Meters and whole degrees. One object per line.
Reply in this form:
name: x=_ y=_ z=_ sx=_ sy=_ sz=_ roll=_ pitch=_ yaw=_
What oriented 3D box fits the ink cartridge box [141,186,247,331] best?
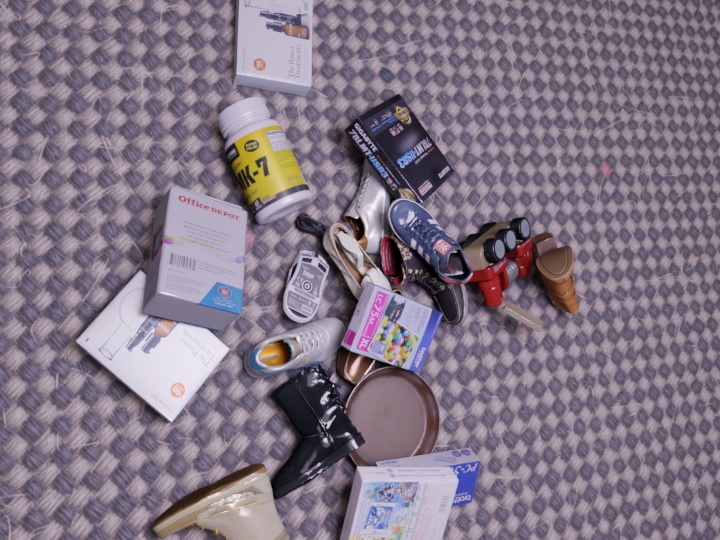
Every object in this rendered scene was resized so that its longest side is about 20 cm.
ink cartridge box: x=-0.271 y=-0.020 z=1.135 sx=0.142 sy=0.084 sz=0.204 roll=17 pitch=56 yaw=-30

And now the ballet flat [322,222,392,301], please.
ballet flat: x=0.000 y=0.000 z=1.232 sx=0.067 sy=0.063 sz=0.201 roll=-36 pitch=81 yaw=-27

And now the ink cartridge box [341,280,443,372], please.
ink cartridge box: x=0.069 y=0.108 z=1.222 sx=0.197 sy=0.042 sz=0.122 roll=22 pitch=90 yaw=-38

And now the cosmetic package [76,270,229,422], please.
cosmetic package: x=-0.339 y=0.126 z=1.127 sx=0.199 sy=0.052 sz=0.152 roll=42 pitch=69 yaw=-9

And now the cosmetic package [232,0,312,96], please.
cosmetic package: x=-0.169 y=-0.452 z=1.327 sx=0.147 sy=0.052 sz=0.205 roll=3 pitch=77 yaw=-18

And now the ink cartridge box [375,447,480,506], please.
ink cartridge box: x=0.117 y=0.385 z=1.237 sx=0.195 sy=0.044 sz=0.096 roll=-1 pitch=111 yaw=-24

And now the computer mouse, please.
computer mouse: x=-0.098 y=0.003 z=1.263 sx=0.108 sy=0.044 sz=0.204 roll=28 pitch=64 yaw=-19

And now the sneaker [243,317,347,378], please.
sneaker: x=-0.106 y=0.137 z=1.208 sx=0.197 sy=0.081 sz=0.078 roll=-21 pitch=85 yaw=-25

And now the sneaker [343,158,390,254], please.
sneaker: x=0.010 y=-0.136 z=1.316 sx=0.083 sy=0.073 sz=0.206 roll=3 pitch=79 yaw=-23

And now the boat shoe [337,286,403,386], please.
boat shoe: x=0.021 y=0.114 z=1.266 sx=0.075 sy=0.074 sz=0.203 roll=31 pitch=69 yaw=-12

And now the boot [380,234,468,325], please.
boot: x=0.121 y=0.013 z=1.304 sx=0.148 sy=0.073 sz=0.205 roll=-5 pitch=76 yaw=-43

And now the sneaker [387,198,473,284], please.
sneaker: x=0.132 y=-0.052 z=1.226 sx=0.199 sy=0.084 sz=0.075 roll=42 pitch=87 yaw=-15

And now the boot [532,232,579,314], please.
boot: x=0.405 y=0.024 z=1.373 sx=0.072 sy=0.201 sz=0.157 roll=-19 pitch=110 yaw=14

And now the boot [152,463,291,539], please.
boot: x=-0.220 y=0.426 z=1.106 sx=0.196 sy=0.073 sz=0.159 roll=-23 pitch=95 yaw=-16

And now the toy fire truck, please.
toy fire truck: x=0.298 y=0.013 z=1.363 sx=0.175 sy=0.127 sz=0.204 roll=-32 pitch=109 yaw=-45

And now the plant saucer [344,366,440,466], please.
plant saucer: x=0.055 y=0.279 z=1.257 sx=0.195 sy=0.032 sz=0.206 roll=1 pitch=86 yaw=-22

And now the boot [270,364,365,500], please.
boot: x=-0.102 y=0.274 z=1.183 sx=0.196 sy=0.073 sz=0.164 roll=-33 pitch=78 yaw=-4

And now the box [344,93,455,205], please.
box: x=0.083 y=-0.231 z=1.333 sx=0.200 sy=0.049 sz=0.200 roll=52 pitch=37 yaw=-3

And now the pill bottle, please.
pill bottle: x=-0.177 y=-0.198 z=1.234 sx=0.113 sy=0.114 sz=0.204 roll=-24 pitch=88 yaw=-24

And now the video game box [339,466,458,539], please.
video game box: x=0.060 y=0.434 z=1.177 sx=0.178 sy=0.047 sz=0.205 roll=5 pitch=109 yaw=-22
